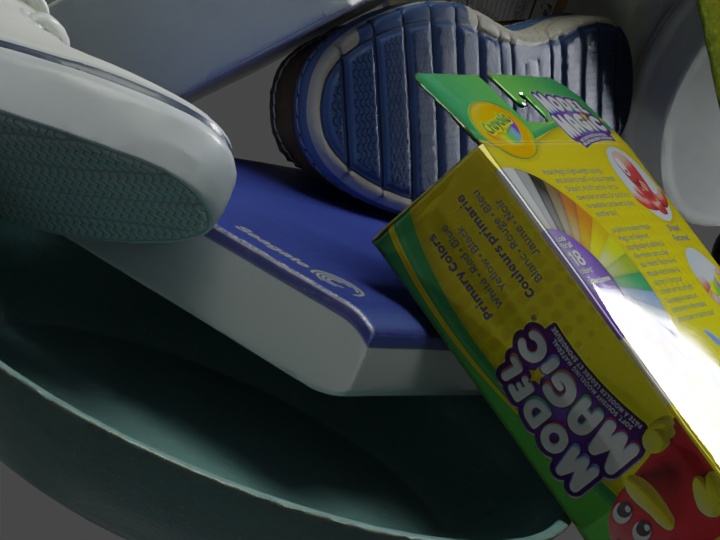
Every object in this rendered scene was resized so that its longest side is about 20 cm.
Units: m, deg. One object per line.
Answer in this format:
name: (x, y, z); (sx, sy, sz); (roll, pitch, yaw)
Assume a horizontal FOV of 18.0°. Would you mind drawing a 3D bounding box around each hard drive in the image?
hard drive: (0.000, 0.000, 0.705); (0.132, 0.025, 0.200); (30, 12, 28)

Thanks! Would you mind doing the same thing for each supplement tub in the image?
supplement tub: (0.106, -0.121, 0.954); (0.144, 0.145, 0.200); (-4, 35, -42)

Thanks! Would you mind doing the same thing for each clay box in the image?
clay box: (0.082, 0.033, 0.641); (0.200, 0.048, 0.115); (54, 23, 15)

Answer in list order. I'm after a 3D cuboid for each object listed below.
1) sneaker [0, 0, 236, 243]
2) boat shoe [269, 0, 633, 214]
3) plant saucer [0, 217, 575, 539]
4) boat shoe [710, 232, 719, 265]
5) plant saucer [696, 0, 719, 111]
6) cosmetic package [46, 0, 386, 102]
sneaker: (-0.118, -0.067, 0.623); (0.199, 0.073, 0.071); (19, 68, 17)
boat shoe: (0.021, -0.057, 0.798); (0.072, 0.073, 0.200); (4, 6, 33)
plant saucer: (-0.039, 0.038, 0.620); (0.199, 0.036, 0.200); (22, 12, -5)
boat shoe: (0.156, 0.039, 0.762); (0.063, 0.074, 0.202); (13, 23, -6)
plant saucer: (0.201, -0.097, 0.818); (0.199, 0.048, 0.201); (9, 63, -39)
cosmetic package: (-0.034, -0.099, 0.799); (0.052, 0.150, 0.200); (65, 27, -6)
